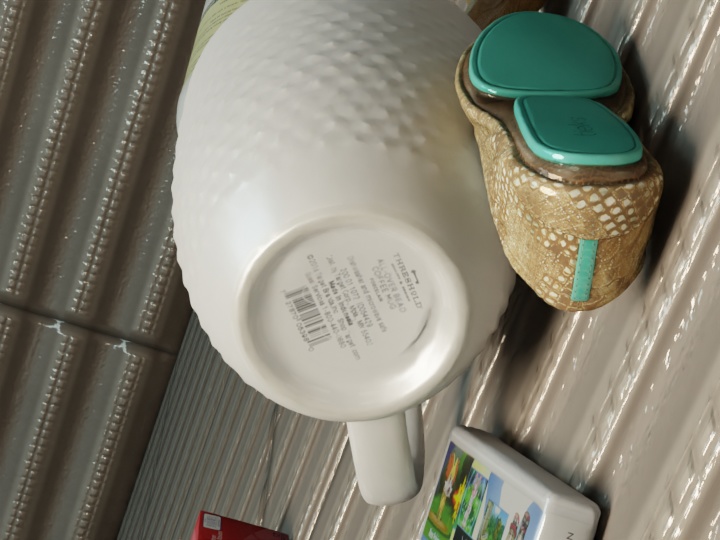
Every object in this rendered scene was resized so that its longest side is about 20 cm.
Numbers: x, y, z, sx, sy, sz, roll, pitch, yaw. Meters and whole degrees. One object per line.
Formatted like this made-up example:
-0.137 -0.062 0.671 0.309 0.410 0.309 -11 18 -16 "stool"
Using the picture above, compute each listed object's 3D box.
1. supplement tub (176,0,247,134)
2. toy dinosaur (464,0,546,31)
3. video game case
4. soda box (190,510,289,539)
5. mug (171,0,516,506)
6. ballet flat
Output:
-0.052 -0.135 1.582 0.145 0.144 0.201 115 170 -47 "supplement tub"
0.066 -0.128 1.022 0.200 0.060 0.107 -47 -23 -56 "toy dinosaur"
0.031 0.155 0.794 0.200 0.022 0.184 -159 86 -84 "video game case"
-0.080 0.221 1.326 0.200 0.063 0.070 -96 24 -73 "soda box"
0.000 0.000 0.900 0.176 0.146 0.201 -91 -8 -63 "mug"
0.067 -0.040 0.798 0.200 0.070 0.066 -83 -3 -69 "ballet flat"
